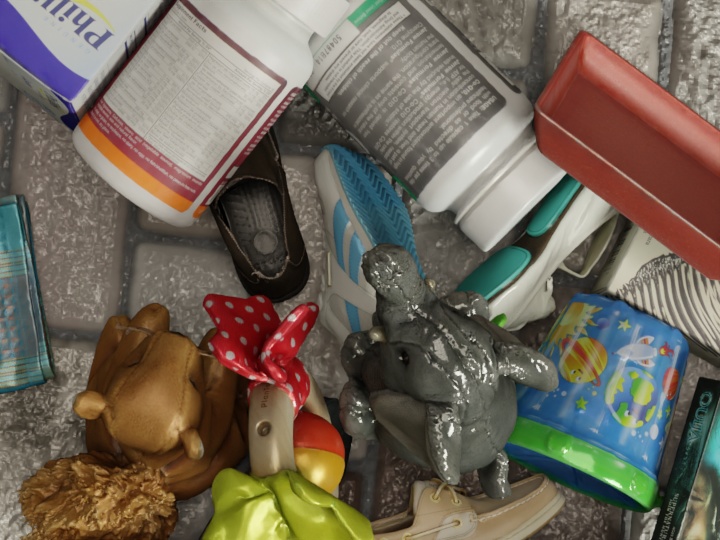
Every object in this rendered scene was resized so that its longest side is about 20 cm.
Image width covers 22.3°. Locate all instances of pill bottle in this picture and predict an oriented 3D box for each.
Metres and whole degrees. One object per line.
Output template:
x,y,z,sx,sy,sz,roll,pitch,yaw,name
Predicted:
0.055,-0.117,1.352,0.113,0.113,0.200,-44,85,-6,pill bottle
-0.103,-0.138,1.285,0.110,0.110,0.200,39,97,-1,pill bottle

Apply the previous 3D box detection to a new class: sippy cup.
0.176,0.092,1.344,0.178,0.140,0.130,34,76,-44,sippy cup

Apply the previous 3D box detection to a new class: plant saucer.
0.217,-0.080,1.347,0.200,0.200,0.037,36,119,-1,plant saucer

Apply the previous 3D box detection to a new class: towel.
-0.338,0.031,1.365,0.200,0.022,0.147,-11,86,-5,towel

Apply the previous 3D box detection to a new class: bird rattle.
-0.056,0.116,1.240,0.113,0.163,0.200,-16,65,8,bird rattle

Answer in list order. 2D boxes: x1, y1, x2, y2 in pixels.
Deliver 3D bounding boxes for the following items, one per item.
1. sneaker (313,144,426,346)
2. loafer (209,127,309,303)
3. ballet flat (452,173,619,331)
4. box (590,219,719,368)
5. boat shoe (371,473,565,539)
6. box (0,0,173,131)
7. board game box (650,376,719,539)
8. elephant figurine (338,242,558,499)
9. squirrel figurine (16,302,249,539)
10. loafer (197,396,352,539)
0.000,0.000,1.362,0.081,0.076,0.200,-30,69,31,sneaker
-0.087,-0.074,1.365,0.073,0.071,0.200,-24,88,-6,loafer
0.139,-0.005,1.385,0.069,0.069,0.200,42,83,0,ballet flat
0.282,0.031,1.385,0.200,0.068,0.082,27,83,-1,box
0.053,0.189,1.355,0.200,0.074,0.069,-23,94,-5,boat shoe
-0.182,-0.213,1.312,0.105,0.184,0.200,38,84,-2,box
0.305,0.170,1.347,0.200,0.028,0.135,21,84,-35,board game box
0.054,0.071,1.200,0.155,0.200,0.142,10,82,-8,elephant figurine
-0.151,0.124,1.288,0.141,0.187,0.200,27,84,-2,squirrel figurine
-0.078,0.175,1.348,0.073,0.072,0.200,41,78,-40,loafer
